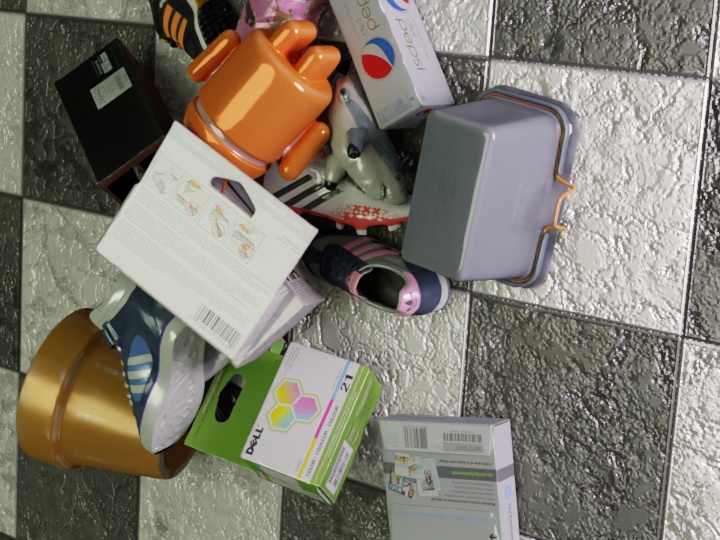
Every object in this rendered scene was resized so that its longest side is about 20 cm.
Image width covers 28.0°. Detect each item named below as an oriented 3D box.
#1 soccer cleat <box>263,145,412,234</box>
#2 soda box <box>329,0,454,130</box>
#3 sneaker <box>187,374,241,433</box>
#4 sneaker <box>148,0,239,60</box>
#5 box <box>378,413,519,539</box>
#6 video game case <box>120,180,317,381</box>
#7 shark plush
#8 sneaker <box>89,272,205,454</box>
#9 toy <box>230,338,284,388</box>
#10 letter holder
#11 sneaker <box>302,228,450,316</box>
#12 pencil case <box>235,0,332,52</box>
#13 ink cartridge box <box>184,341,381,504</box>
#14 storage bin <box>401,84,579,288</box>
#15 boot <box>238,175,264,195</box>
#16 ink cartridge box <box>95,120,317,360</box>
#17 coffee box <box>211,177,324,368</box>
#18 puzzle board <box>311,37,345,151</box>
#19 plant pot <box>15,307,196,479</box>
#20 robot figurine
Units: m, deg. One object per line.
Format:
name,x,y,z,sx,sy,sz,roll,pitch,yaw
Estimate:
soccer cleat,-0.023,-0.094,1.599,0.199,0.069,0.086,11,114,30
soda box,0.026,-0.255,1.550,0.063,0.068,0.201,-26,81,36
sneaker,-0.126,0.201,1.720,0.199,0.075,0.079,27,76,37
sneaker,-0.201,-0.288,1.725,0.090,0.070,0.201,-45,62,37
box,0.099,0.262,1.587,0.155,0.041,0.202,-2,94,38
video game case,-0.175,-0.004,1.674,0.182,0.023,0.200,-39,84,17
shark plush,0.005,-0.163,1.573,0.091,0.083,0.201,119,149,-51
sneaker,-0.255,0.097,1.673,0.146,0.080,0.201,34,127,29
toy,-0.176,0.054,1.764,0.199,0.047,0.116,30,99,24
letter holder,-0.270,-0.158,1.762,0.100,0.142,0.200,-35,50,5
sneaker,0.000,0.000,1.599,0.199,0.082,0.071,16,107,35
pencil case,-0.099,-0.248,1.622,0.086,0.082,0.201,42,119,37
ink cartridge box,-0.097,0.157,1.634,0.199,0.076,0.149,17,72,20
storage bin,0.129,-0.076,1.455,0.145,0.134,0.201,22,110,34
boot,-0.168,-0.061,1.705,0.144,0.071,0.202,-35,81,12
ink cartridge box,-0.160,-0.033,1.545,0.200,0.045,0.177,38,106,9
coffee box,-0.151,-0.007,1.611,0.114,0.080,0.200,-40,84,15
puzzle board,-0.066,-0.187,1.667,0.200,0.017,0.151,48,121,22
plant pot,-0.296,0.171,1.801,0.182,0.200,0.202,20,109,17
robot figurine,-0.109,-0.177,1.546,0.200,0.144,0.117,-45,32,19
